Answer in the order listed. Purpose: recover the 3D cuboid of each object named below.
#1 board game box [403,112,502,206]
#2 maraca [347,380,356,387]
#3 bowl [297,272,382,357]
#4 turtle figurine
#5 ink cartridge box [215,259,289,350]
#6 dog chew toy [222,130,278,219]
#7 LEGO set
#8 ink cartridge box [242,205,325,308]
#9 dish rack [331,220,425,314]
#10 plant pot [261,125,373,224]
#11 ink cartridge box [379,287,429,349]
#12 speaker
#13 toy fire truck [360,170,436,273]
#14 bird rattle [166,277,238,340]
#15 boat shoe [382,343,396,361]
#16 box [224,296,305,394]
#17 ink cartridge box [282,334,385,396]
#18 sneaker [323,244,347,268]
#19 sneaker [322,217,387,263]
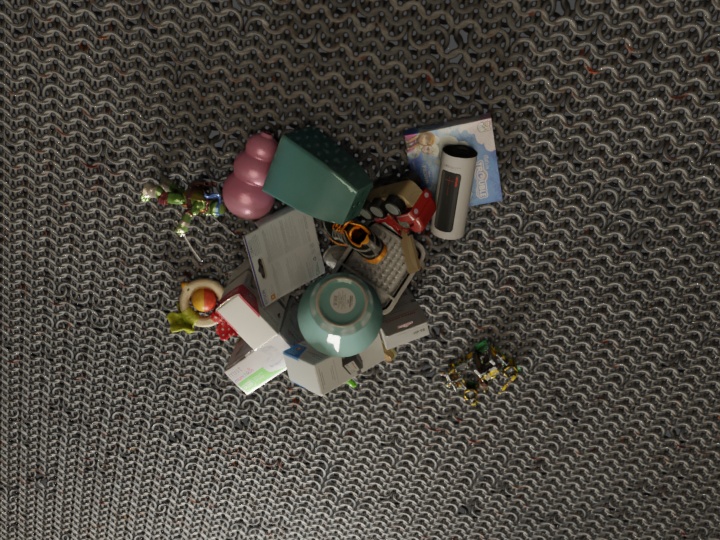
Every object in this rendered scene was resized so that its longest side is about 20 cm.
[{"bbox_3d":[0.213,-0.239,1.552,0.196,0.044,0.202,-10,119,10],"label":"board game box"},{"bbox_3d":[-0.085,0.244,1.812,0.107,0.137,0.200,-47,117,0],"label":"maraca"},{"bbox_3d":[-0.044,0.085,1.531,0.198,0.203,0.105,9,161,0],"label":"bowl"},{"bbox_3d":[-0.414,-0.132,1.614,0.192,0.145,0.201,25,148,11],"label":"turtle figurine"},{"bbox_3d":[-0.262,0.075,1.689,0.082,0.201,0.147,-34,112,20],"label":"ink cartridge box"},{"bbox_3d":[-0.243,-0.222,1.568,0.123,0.125,0.202,20,112,-6],"label":"dog chew toy"},{"bbox_3d":[0.319,0.284,1.795,0.198,0.116,0.154,-27,114,20],"label":"LEGO set"},{"bbox_3d":[-0.187,-0.042,1.635,0.040,0.199,0.202,22,132,45],"label":"ink cartridge box"},{"bbox_3d":[0.043,-0.011,1.640,0.171,0.044,0.201,33,82,5],"label":"dish rack"},{"bbox_3d":[-0.084,-0.200,1.509,0.199,0.141,0.142,34,120,13],"label":"plant pot"},{"bbox_3d":[0.092,0.120,1.664,0.115,0.200,0.067,-19,118,-6],"label":"ink cartridge box"},{"bbox_3d":[0.208,-0.175,1.520,0.080,0.082,0.202,7,121,2],"label":"speaker"},{"bbox_3d":[0.106,-0.105,1.556,0.200,0.129,0.175,43,158,-23],"label":"toy fire truck"},{"bbox_3d":[-0.402,0.102,1.780,0.197,0.113,0.165,1,104,2],"label":"bird rattle"},{"bbox_3d":[0.000,0.196,1.795,0.198,0.067,0.074,29,149,-6],"label":"boat shoe"},{"bbox_3d":[-0.236,0.192,1.766,0.199,0.177,0.097,-34,111,21],"label":"box"},{"bbox_3d":[-0.063,0.204,1.639,0.144,0.199,0.085,10,119,52],"label":"ink cartridge box"},{"bbox_3d":[0.000,0.000,1.686,0.198,0.082,0.075,23,120,-8],"label":"sneaker"},{"bbox_3d":[-0.021,-0.091,1.593,0.079,0.199,0.077,-54,143,-7],"label":"sneaker"}]
